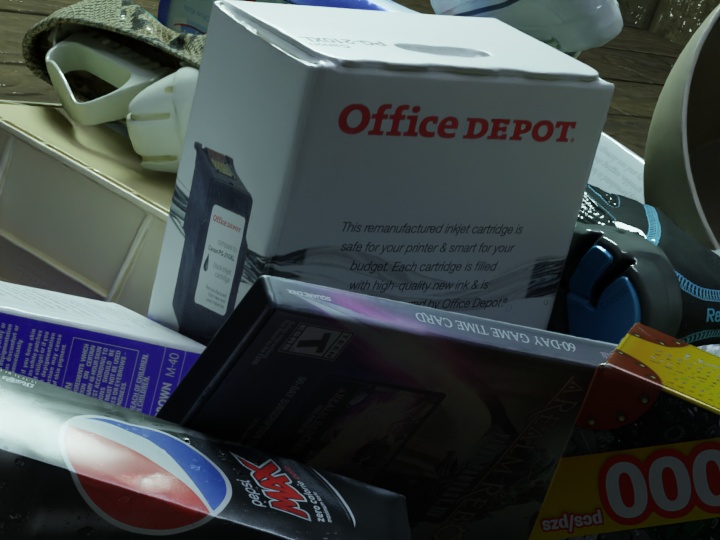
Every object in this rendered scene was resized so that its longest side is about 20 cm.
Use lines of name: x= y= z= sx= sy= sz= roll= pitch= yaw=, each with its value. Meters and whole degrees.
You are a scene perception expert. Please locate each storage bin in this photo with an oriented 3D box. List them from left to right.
storage bin: x=-0.087 y=-0.006 z=1.136 sx=0.198 sy=0.094 sz=0.200 roll=28 pitch=16 yaw=31

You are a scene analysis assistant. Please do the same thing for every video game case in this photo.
video game case: x=0.014 y=0.069 z=0.907 sx=0.199 sy=0.143 sz=0.019 roll=12 pitch=42 yaw=-33

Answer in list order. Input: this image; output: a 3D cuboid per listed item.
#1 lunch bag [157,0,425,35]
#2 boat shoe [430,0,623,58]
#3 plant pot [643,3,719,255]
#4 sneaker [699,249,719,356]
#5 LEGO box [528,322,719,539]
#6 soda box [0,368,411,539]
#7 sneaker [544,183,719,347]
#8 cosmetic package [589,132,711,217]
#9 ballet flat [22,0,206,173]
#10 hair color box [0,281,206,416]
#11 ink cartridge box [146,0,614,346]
lunch bag: x=-0.010 y=-0.079 z=1.270 sx=0.170 sy=0.124 sz=0.200 roll=27 pitch=-30 yaw=33
boat shoe: x=0.082 y=-0.129 z=1.211 sx=0.067 sy=0.073 sz=0.200 roll=61 pitch=-1 yaw=-6
plant pot: x=0.216 y=-0.038 z=1.187 sx=0.199 sy=0.201 sz=0.134 roll=17 pitch=-19 yaw=-15
sneaker: x=0.125 y=0.048 z=1.099 sx=0.199 sy=0.100 sz=0.078 roll=4 pitch=36 yaw=38
LEGO box: x=0.153 y=0.129 z=0.851 sx=0.199 sy=0.150 sz=0.077 roll=23 pitch=14 yaw=10
soda box: x=-0.084 y=0.088 z=0.822 sx=0.199 sy=0.071 sz=0.063 roll=18 pitch=19 yaw=-10
sneaker: x=0.084 y=-0.006 z=1.052 sx=0.082 sy=0.074 sz=0.200 roll=0 pitch=22 yaw=-35
cosmetic package: x=0.187 y=0.017 z=1.340 sx=0.200 sy=0.074 sz=0.102 roll=42 pitch=1 yaw=-38
ballet flat: x=-0.091 y=-0.077 z=1.100 sx=0.075 sy=0.068 sz=0.200 roll=-18 pitch=29 yaw=-33
hair color box: x=-0.167 y=0.031 z=0.904 sx=0.199 sy=0.065 sz=0.109 roll=15 pitch=2 yaw=-29
ink cartridge box: x=0.000 y=0.000 z=0.973 sx=0.144 sy=0.201 sz=0.084 roll=0 pitch=24 yaw=-35
